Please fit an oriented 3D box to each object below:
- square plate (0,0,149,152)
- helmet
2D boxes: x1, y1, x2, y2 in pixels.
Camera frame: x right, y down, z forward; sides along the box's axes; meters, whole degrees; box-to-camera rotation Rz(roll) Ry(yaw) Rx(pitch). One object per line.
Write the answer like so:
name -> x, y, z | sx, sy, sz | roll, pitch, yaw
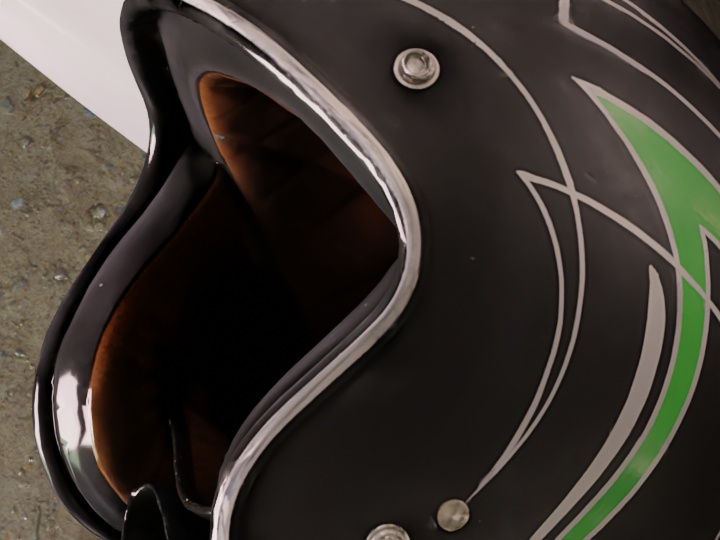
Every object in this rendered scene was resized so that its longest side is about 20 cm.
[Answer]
square plate -> -0.068, -0.083, 1.079 | 0.198, 0.028, 0.200 | 37, 163, -16
helmet -> 0.020, 0.005, 0.642 | 0.199, 0.191, 0.200 | 21, 180, 0
